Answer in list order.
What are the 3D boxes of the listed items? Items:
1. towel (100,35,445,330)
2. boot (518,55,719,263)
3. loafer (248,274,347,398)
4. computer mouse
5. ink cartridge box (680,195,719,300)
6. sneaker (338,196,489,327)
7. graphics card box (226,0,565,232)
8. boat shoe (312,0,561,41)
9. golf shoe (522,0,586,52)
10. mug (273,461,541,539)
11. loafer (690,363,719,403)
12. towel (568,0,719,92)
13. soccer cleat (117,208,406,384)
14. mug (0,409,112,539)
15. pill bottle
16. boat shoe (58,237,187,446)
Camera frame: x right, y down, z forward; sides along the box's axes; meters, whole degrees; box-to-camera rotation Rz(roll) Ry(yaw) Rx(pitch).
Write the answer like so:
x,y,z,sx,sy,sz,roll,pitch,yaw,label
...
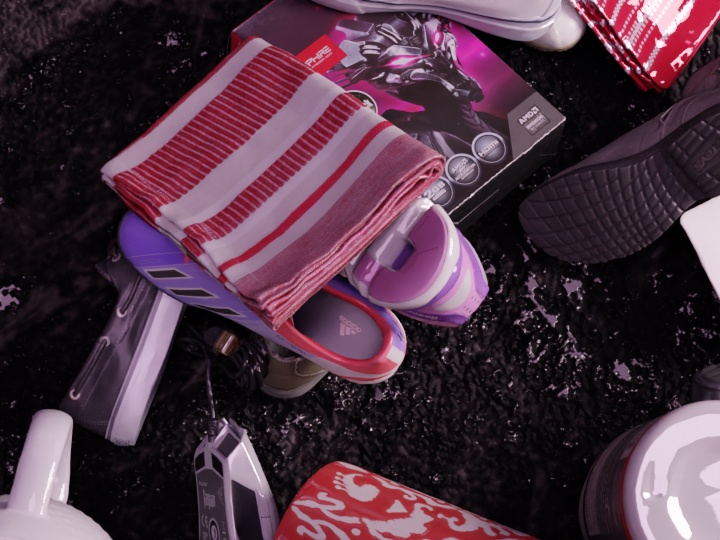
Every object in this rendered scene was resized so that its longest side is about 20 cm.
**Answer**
x,y,z,sx,sy,sz,roll,pitch,yaw,label
-0.059,-0.062,1.250,0.144,0.023,0.200,-43,47,-11,towel
0.207,-0.082,1.376,0.070,0.199,0.132,56,36,-18,boot
0.000,0.000,1.354,0.075,0.070,0.200,36,80,3,loafer
-0.079,0.133,1.323,0.044,0.110,0.202,-5,93,-25,computer mouse
0.317,-0.025,1.381,0.199,0.067,0.118,-25,84,-8,ink cartridge box
0.009,-0.023,1.272,0.081,0.088,0.200,-54,45,4,sneaker
0.022,-0.117,1.355,0.125,0.051,0.200,-38,72,-23,graphics card box
0.038,-0.208,1.340,0.198,0.067,0.074,9,57,-3,boat shoe
0.098,-0.243,1.393,0.072,0.092,0.201,-25,84,-9,golf shoe
0.039,0.223,1.260,0.199,0.134,0.178,23,71,24,mug
0.295,0.102,1.329,0.199,0.068,0.071,10,98,-31,loafer
0.183,-0.236,1.384,0.200,0.022,0.145,47,73,-24,towel
-0.061,0.008,1.279,0.199,0.073,0.069,28,84,2,soccer cleat
-0.207,0.184,1.254,0.147,0.175,0.201,11,79,-2,mug
0.200,0.147,1.275,0.113,0.200,0.115,1,80,-4,pill bottle
-0.146,0.012,1.348,0.066,0.070,0.201,19,87,-2,boat shoe
